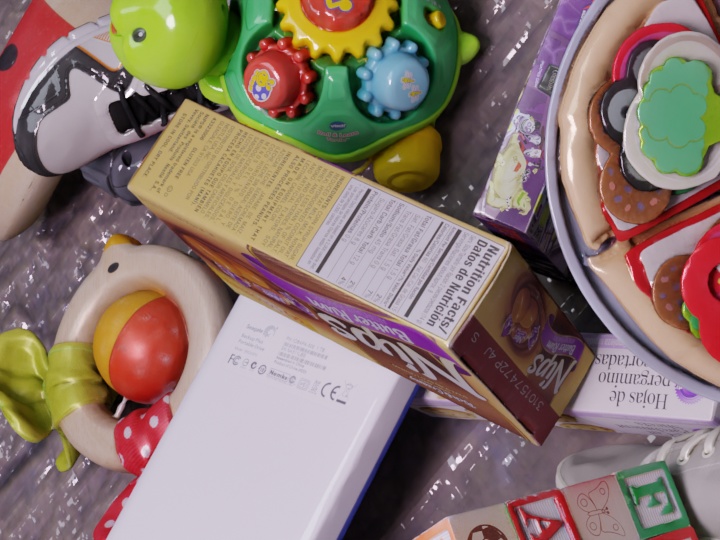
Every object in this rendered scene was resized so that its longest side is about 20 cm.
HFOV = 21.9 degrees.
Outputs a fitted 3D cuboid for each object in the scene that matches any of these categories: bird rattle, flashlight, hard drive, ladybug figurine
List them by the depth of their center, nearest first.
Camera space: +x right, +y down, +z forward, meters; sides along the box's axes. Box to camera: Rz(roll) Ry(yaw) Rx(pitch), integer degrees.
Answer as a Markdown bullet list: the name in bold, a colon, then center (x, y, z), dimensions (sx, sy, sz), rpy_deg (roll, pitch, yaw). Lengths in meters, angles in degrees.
- **hard drive**: center (-0.049, 0.094, 0.936), dimensions (0.131, 0.025, 0.201), rpy_deg (16, 73, 44)
- **bird rattle**: center (-0.131, 0.067, 1.053), dimensions (0.199, 0.112, 0.164), rpy_deg (29, 96, 46)
- **flashlight**: center (-0.098, -0.043, 1.102), dimensions (0.199, 0.067, 0.068), rpy_deg (25, 95, 46)
- **ladybug figurine**: center (-0.204, -0.111, 1.199), dimensions (0.201, 0.072, 0.136), rpy_deg (-59, 10, 6)

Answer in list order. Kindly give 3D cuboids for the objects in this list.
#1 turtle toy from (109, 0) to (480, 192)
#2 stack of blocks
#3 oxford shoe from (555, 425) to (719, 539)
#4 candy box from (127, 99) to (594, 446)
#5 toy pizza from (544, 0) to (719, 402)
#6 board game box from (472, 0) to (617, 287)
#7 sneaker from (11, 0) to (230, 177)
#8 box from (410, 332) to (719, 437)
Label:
- **turtle toy**: center (-0.034, -0.123, 0.999), dimensions (0.198, 0.101, 0.147), rpy_deg (-1, 67, 0)
- **stack of blocks**: center (0.042, 0.151, 0.793), dimensions (0.200, 0.114, 0.059), rpy_deg (-43, 63, 52)
- **oxford shoe**: center (0.157, 0.087, 0.773), dimensions (0.199, 0.075, 0.058), rpy_deg (6, 112, 56)
- **candy box**: center (0.000, 0.000, 0.859), dimensions (0.199, 0.117, 0.057), rpy_deg (27, 78, 34)
- **toy pizza**: center (0.171, -0.045, 0.728), dimensions (0.032, 0.199, 0.202), rpy_deg (-168, 100, -82)
- **board game box**: center (0.098, -0.061, 0.832), dimensions (0.032, 0.200, 0.121), rpy_deg (18, 88, 14)
- **sneaker**: center (-0.115, -0.117, 1.100), dimensions (0.199, 0.074, 0.080), rpy_deg (-36, 50, -8)
- **box**: center (0.097, 0.052, 0.887), dimensions (0.199, 0.041, 0.039), rpy_deg (1, 73, 44)
